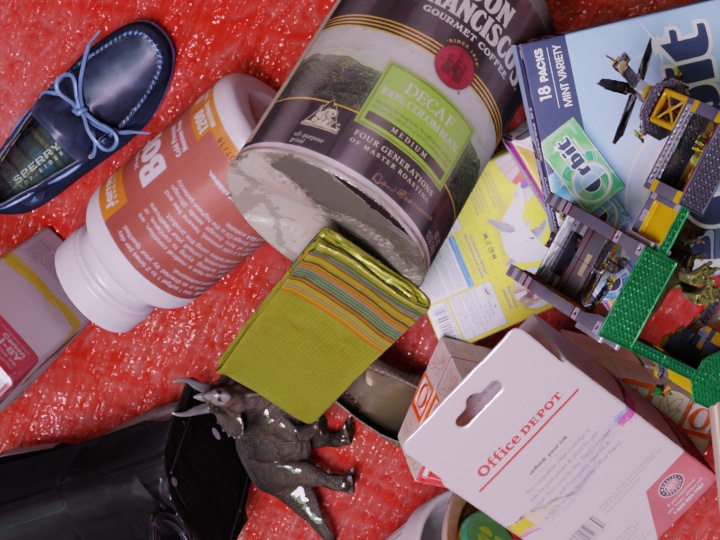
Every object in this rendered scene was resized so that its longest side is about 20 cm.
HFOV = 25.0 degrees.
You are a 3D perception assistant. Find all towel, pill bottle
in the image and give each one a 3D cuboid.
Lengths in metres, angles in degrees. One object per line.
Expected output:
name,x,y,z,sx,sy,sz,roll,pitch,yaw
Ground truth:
towel,-0.030,0.045,1.096,0.086,0.018,0.200,34,143,-5
pill bottle,-0.129,-0.044,1.200,0.200,0.112,0.112,-38,92,21

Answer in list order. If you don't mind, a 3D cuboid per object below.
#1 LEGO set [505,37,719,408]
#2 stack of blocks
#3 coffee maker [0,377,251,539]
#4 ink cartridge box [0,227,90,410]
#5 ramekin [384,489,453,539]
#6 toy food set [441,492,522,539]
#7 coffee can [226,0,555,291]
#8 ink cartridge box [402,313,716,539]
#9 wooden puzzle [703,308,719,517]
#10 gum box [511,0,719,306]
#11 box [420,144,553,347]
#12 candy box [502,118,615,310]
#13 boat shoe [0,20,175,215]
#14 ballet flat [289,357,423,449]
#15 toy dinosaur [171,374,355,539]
LEGO set,0.182,-0.028,0.980,0.153,0.116,0.201,13,103,-34
stack of blocks,0.141,0.106,1.145,0.199,0.059,0.116,14,113,-19
coffee maker,-0.205,0.186,1.242,0.199,0.192,0.136,-20,94,19
ink cartridge box,-0.290,0.064,1.230,0.083,0.200,0.145,45,112,-3
ramekin,0.076,0.271,1.188,0.105,0.200,0.201,-37,93,32
toy food set,0.133,0.232,1.154,0.049,0.198,0.201,-36,91,32
coffee can,0.022,-0.105,1.070,0.146,0.201,0.147,25,155,12
ink cartridge box,0.124,0.112,1.072,0.200,0.068,0.117,37,103,-27
wooden puzzle,0.299,0.097,1.100,0.037,0.184,0.202,16,117,53
gum box,0.211,-0.083,1.031,0.198,0.045,0.171,-14,99,-1
box,0.127,-0.035,1.144,0.199,0.048,0.118,-23,98,5
candy box,0.213,-0.084,1.085,0.199,0.061,0.137,-33,97,3
boat shoe,-0.215,-0.104,1.231,0.084,0.069,0.200,43,112,1
ballet flat,0.010,0.089,1.195,0.200,0.046,0.067,38,112,-26
toy dinosaur,-0.060,0.132,1.257,0.101,0.077,0.201,-3,136,20
